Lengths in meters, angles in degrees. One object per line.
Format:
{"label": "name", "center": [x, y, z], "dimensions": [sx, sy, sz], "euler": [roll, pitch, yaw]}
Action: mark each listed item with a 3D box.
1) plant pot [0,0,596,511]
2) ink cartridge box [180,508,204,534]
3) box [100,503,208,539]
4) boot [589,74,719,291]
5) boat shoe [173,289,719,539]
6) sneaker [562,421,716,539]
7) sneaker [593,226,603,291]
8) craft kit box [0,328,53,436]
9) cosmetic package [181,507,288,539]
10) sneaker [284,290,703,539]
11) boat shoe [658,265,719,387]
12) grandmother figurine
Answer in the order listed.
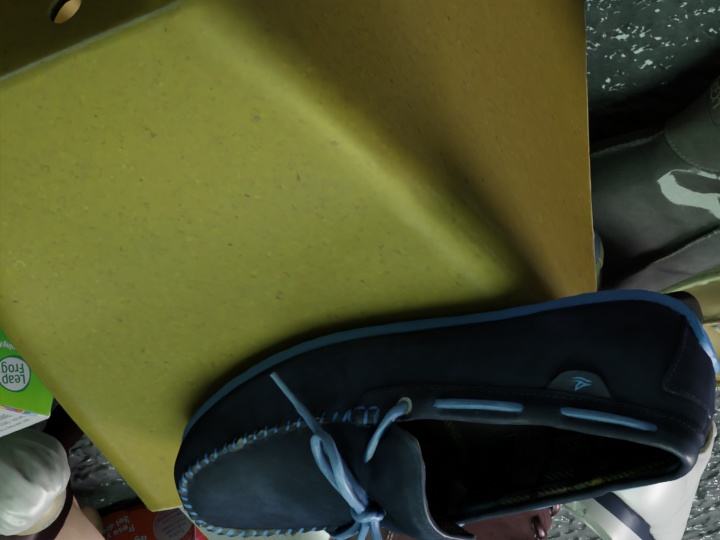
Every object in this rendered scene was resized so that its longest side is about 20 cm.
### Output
{"label": "plant pot", "center": [-0.049, -0.064, 0.973], "dimensions": [0.195, 0.195, 0.200], "euler": [-21, 137, 25]}
{"label": "ink cartridge box", "center": [-0.038, 0.047, 1.218], "dimensions": [0.094, 0.044, 0.200], "euler": [46, 138, 3]}
{"label": "box", "center": [-0.078, 0.210, 1.459], "dimensions": [0.095, 0.100, 0.200], "euler": [-18, 144, 22]}
{"label": "boot", "center": [0.145, -0.010, 1.164], "dimensions": [0.200, 0.073, 0.182], "euler": [-34, 122, 29]}
{"label": "boat shoe", "center": [0.022, 0.058, 0.915], "dimensions": [0.200, 0.069, 0.084], "euler": [-20, 132, 25]}
{"label": "sneaker", "center": [0.138, 0.094, 1.295], "dimensions": [0.076, 0.081, 0.200], "euler": [36, 180, 7]}
{"label": "sneaker", "center": [0.000, 0.000, 1.080], "dimensions": [0.199, 0.067, 0.090], "euler": [-7, 167, 0]}
{"label": "craft kit box", "center": [-0.259, 0.038, 1.184], "dimensions": [0.197, 0.049, 0.200], "euler": [19, 160, -24]}
{"label": "cosmetic package", "center": [-0.061, 0.056, 1.171], "dimensions": [0.200, 0.051, 0.083], "euler": [50, 131, -2]}
{"label": "sneaker", "center": [0.074, 0.097, 1.119], "dimensions": [0.200, 0.116, 0.076], "euler": [-29, 180, -10]}
{"label": "boat shoe", "center": [0.222, 0.036, 1.246], "dimensions": [0.200, 0.063, 0.073], "euler": [3, 146, -9]}
{"label": "grandmother figurine", "center": [-0.157, 0.116, 1.297], "dimensions": [0.060, 0.122, 0.200], "euler": [16, 165, 3]}
